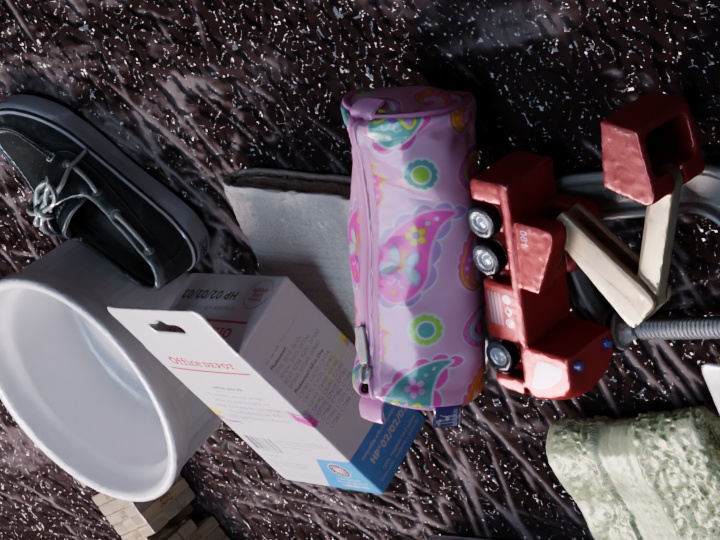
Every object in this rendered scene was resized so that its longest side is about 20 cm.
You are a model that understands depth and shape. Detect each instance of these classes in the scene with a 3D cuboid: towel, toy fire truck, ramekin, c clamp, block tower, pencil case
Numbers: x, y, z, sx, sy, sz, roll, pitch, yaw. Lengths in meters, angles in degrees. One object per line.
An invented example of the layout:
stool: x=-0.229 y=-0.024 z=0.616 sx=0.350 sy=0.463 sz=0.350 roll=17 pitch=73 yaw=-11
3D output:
towel: x=0.000 y=0.000 z=1.437 sx=0.200 sy=0.034 sz=0.133 roll=7 pitch=127 yaw=42
toy fire truck: x=0.131 y=-0.009 z=1.247 sx=0.141 sy=0.049 sz=0.201 roll=16 pitch=126 yaw=41
ramekin: x=-0.184 y=0.065 z=1.631 sx=0.200 sy=0.098 sz=0.201 roll=28 pitch=140 yaw=26
c clamp: x=0.190 y=0.014 z=1.259 sx=0.200 sy=0.027 sz=0.171 roll=4 pitch=125 yaw=44
block tower: x=-0.156 y=0.211 z=1.773 sx=0.200 sy=0.054 sz=0.058 roll=53 pitch=144 yaw=-6
towel: x=0.209 y=0.174 z=1.379 sx=0.148 sy=0.036 sz=0.200 roll=-11 pitch=115 yaw=49
pencil case: x=0.031 y=-0.011 z=1.310 sx=0.087 sy=0.087 sz=0.201 roll=13 pitch=113 yaw=38

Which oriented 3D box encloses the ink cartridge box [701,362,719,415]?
ink cartridge box: x=0.278 y=0.108 z=1.199 sx=0.116 sy=0.068 sz=0.200 roll=4 pitch=135 yaw=43

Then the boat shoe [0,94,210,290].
boat shoe: x=-0.204 y=-0.052 z=1.568 sx=0.199 sy=0.068 sz=0.074 roll=38 pitch=143 yaw=14

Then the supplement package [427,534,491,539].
supplement package: x=0.111 y=0.301 z=1.532 sx=0.155 sy=0.111 sz=0.201 roll=-2 pitch=121 yaw=46

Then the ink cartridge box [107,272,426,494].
ink cartridge box: x=-0.063 y=0.063 z=1.475 sx=0.115 sy=0.068 sz=0.200 roll=2 pitch=143 yaw=51
